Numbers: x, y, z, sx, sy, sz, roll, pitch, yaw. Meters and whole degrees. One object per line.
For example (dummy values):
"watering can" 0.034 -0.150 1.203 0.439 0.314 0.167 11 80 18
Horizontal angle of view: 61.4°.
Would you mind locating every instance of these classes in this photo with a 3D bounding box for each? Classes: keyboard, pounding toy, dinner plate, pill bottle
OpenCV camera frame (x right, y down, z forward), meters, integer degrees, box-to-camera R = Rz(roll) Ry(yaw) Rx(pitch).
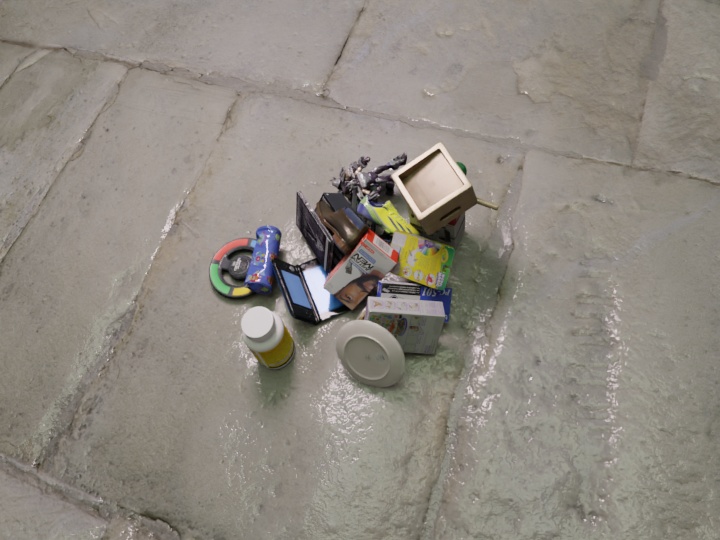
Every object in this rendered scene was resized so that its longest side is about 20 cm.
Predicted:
"keyboard" 0.033 -0.149 1.781 0.125 0.021 0.204 4 91 -3
"pounding toy" 0.219 -0.201 1.557 0.198 0.142 0.186 -32 63 6
"dinner plate" 0.020 0.219 1.549 0.197 0.203 0.024 18 33 17
"pill bottle" -0.246 0.176 1.599 0.110 0.201 0.114 -3 61 6

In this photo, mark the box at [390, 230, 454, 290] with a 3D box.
"box" 0.163 -0.027 1.612 0.198 0.048 0.119 21 100 41

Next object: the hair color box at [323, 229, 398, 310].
"hair color box" 0.000 0.000 1.647 0.110 0.200 0.064 36 30 -10

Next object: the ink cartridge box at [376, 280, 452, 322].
"ink cartridge box" 0.142 0.083 1.621 0.196 0.044 0.096 5 95 -13

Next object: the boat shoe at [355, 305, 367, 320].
"boat shoe" 0.057 0.120 1.658 0.199 0.076 0.072 -41 66 -12

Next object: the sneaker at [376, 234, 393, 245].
"sneaker" 0.103 -0.063 1.727 0.196 0.078 0.071 10 91 8

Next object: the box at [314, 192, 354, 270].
"box" -0.061 -0.106 1.749 0.078 0.142 0.201 -8 53 -41

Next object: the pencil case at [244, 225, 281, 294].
"pencil case" -0.281 -0.029 1.748 0.086 0.078 0.203 -8 60 27

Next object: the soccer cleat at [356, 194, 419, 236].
"soccer cleat" 0.085 -0.147 1.707 0.198 0.065 0.085 25 97 -7

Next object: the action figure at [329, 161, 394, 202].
"action figure" 0.003 -0.261 1.831 0.196 0.131 0.070 3 48 -8

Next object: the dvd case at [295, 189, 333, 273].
"dvd case" -0.132 -0.109 1.723 0.016 0.150 0.201 -22 61 -21

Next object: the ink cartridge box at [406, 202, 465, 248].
"ink cartridge box" 0.215 -0.152 1.706 0.145 0.201 0.084 20 69 18

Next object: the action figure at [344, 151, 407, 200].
"action figure" 0.046 -0.274 1.746 0.197 0.069 0.132 -20 89 -13

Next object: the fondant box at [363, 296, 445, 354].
"fondant box" 0.107 0.143 1.567 0.196 0.146 0.059 4 41 -7

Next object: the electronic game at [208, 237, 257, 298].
"electronic game" -0.355 -0.009 1.803 0.196 0.042 0.203 -4 62 7

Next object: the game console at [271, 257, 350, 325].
"game console" -0.136 0.037 1.709 0.118 0.170 0.202 -36 59 18

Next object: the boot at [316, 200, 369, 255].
"boot" -0.047 -0.140 1.647 0.097 0.074 0.201 -41 55 13
